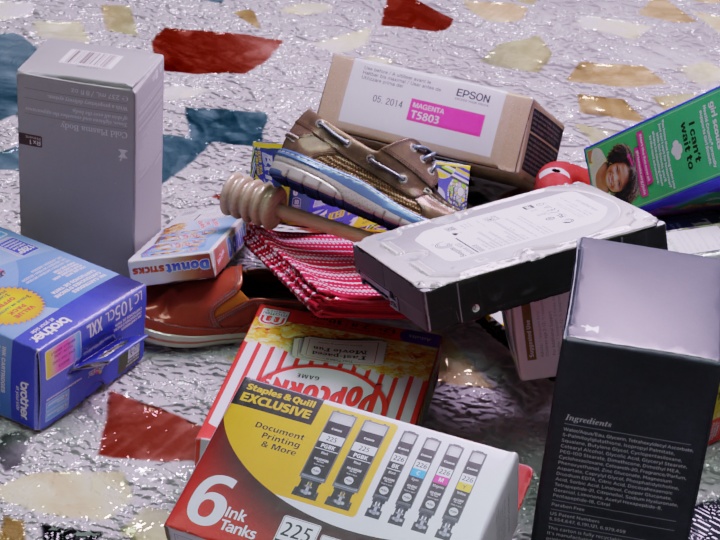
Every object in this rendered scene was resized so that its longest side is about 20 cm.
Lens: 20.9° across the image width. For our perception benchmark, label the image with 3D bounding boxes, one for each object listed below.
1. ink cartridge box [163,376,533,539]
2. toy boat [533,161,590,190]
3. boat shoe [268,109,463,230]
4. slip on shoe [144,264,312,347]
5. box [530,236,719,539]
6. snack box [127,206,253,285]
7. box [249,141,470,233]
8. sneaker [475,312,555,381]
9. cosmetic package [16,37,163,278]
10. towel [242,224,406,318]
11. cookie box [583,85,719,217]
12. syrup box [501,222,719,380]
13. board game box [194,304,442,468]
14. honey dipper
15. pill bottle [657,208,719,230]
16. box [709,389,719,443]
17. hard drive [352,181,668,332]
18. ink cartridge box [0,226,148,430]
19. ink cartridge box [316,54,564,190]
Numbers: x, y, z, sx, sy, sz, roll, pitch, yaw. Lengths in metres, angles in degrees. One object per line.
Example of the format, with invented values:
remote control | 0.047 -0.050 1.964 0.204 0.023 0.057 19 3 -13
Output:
ink cartridge box | -0.002 0.151 1.295 0.199 0.084 0.176 14 51 17
toy boat | 0.255 -0.071 1.746 0.198 0.132 0.131 4 28 -2
boat shoe | 0.029 -0.071 1.573 0.199 0.073 0.072 23 -5 0
slip on shoe | -0.110 0.023 1.586 0.198 0.062 0.074 2 30 -6
box | 0.183 0.103 1.347 0.106 0.201 0.149 9 29 7
snack box | -0.136 -0.024 1.641 0.071 0.025 0.200 -6 12 9
box | 0.000 -0.068 1.695 0.199 0.071 0.064 4 3 -38
sneaker | 0.128 0.006 1.613 0.090 0.070 0.200 -42 49 -5
cosmetic package | -0.223 -0.082 1.617 0.106 0.201 0.090 8 27 9
towel | 0.000 0.000 1.563 0.144 0.023 0.200 2 16 -22
cookie box | 0.310 -0.099 1.602 0.170 0.076 0.200 -7 -9 -29
syrup box | 0.208 0.022 1.485 0.198 0.082 0.079 -9 16 1
board game box | -0.027 0.104 1.469 0.150 0.047 0.200 9 29 7
honey dipper | -0.021 -0.034 1.573 0.199 0.038 0.038 19 31 23
pill bottle | 0.283 0.007 1.631 0.199 0.112 0.111 -8 31 -23
box | 0.269 0.092 1.516 0.199 0.076 0.050 -18 38 -38
hard drive | 0.109 -0.015 1.453 0.199 0.038 0.140 -16 21 -17
ink cartridge box | -0.259 0.044 1.512 0.199 0.077 0.136 21 32 24
ink cartridge box | 0.077 -0.136 1.826 0.199 0.076 0.165 15 -1 16
